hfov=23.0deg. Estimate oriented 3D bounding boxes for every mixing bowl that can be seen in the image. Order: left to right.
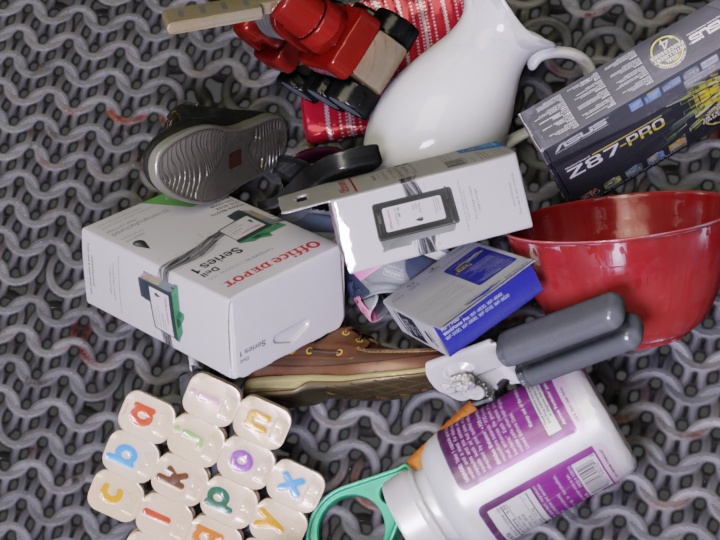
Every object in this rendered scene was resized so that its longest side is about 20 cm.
[{"bbox_3d":[0.225,0.004,1.501,0.200,0.200,0.108,-3,102,17],"label":"mixing bowl"}]

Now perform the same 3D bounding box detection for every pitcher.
[{"bbox_3d":[0.109,-0.144,1.618,0.172,0.121,0.200,30,96,-16],"label":"pitcher"}]

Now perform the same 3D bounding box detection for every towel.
[{"bbox_3d":[0.033,-0.206,1.711,0.200,0.022,0.145,-11,70,14],"label":"towel"}]

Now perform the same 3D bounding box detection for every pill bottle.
[{"bbox_3d":[0.124,0.168,1.503,0.200,0.112,0.112,-30,65,6],"label":"pill bottle"}]

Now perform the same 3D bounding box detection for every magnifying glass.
[{"bbox_3d":[0.033,0.193,1.575,0.200,0.022,0.080,-43,64,0],"label":"magnifying glass"}]

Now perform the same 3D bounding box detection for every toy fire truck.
[{"bbox_3d":[-0.079,-0.222,1.606,0.129,0.200,0.176,-58,28,-2],"label":"toy fire truck"}]

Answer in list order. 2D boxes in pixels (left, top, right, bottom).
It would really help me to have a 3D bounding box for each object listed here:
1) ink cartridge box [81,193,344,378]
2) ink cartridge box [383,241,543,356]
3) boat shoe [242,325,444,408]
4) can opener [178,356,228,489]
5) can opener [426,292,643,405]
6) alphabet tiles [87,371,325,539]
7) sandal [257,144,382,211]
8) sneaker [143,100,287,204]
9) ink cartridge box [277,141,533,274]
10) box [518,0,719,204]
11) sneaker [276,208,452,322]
[{"bbox_3d":[-0.132,0.004,1.599,0.200,0.084,0.146,23,36,37],"label":"ink cartridge box"},{"bbox_3d":[0.088,0.023,1.479,0.099,0.200,0.039,-35,101,-6],"label":"ink cartridge box"},{"bbox_3d":[-0.013,0.081,1.600,0.200,0.072,0.068,-6,72,19],"label":"boat shoe"},{"bbox_3d":[-0.137,0.111,1.642,0.066,0.053,0.200,-10,69,14],"label":"can opener"},{"bbox_3d":[0.137,0.060,1.442,0.200,0.053,0.066,-21,37,39],"label":"can opener"},{"bbox_3d":[-0.138,0.196,1.584,0.196,0.015,0.200,23,102,4],"label":"alphabet tiles"},{"bbox_3d":[-0.039,-0.094,1.620,0.075,0.200,0.048,-14,85,-28],"label":"sandal"},{"bbox_3d":[-0.165,-0.113,1.666,0.106,0.200,0.075,12,106,28],"label":"sneaker"},{"bbox_3d":[0.035,-0.050,1.505,0.200,0.116,0.068,-14,100,-2],"label":"ink cartridge box"},{"bbox_3d":[0.248,-0.142,1.540,0.200,0.161,0.049,-30,65,6],"label":"box"},{"bbox_3d":[0.000,0.000,1.625,0.200,0.070,0.082,17,76,24],"label":"sneaker"}]
